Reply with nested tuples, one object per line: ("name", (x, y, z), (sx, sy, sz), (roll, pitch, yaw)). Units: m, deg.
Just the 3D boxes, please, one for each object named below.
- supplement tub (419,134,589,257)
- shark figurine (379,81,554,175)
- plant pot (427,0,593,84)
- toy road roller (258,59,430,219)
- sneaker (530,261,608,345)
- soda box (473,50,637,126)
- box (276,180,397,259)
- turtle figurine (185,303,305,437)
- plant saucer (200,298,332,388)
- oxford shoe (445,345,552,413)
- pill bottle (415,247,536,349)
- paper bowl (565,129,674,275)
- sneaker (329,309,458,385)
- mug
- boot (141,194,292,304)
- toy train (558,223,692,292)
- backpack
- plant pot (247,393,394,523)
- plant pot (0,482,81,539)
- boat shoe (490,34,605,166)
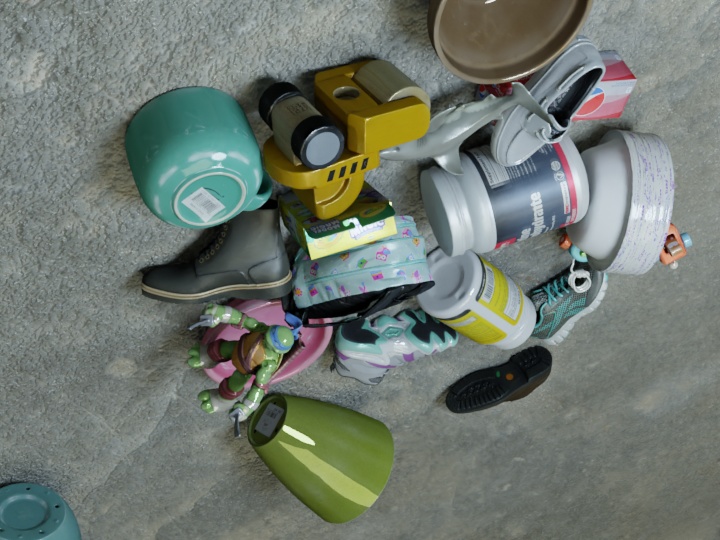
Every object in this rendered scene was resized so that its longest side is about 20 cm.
("supplement tub", (0.195, -0.106, 1.668), (0.199, 0.141, 0.141), (-18, 143, -8))
("shark figurine", (0.130, -0.168, 1.545), (0.214, 0.090, 0.128), (-20, -173, 7))
("plant pot", (0.161, -0.322, 1.423), (0.200, 0.093, 0.201), (-14, 139, -13))
("toy road roller", (-0.021, -0.153, 1.470), (0.199, 0.123, 0.146), (-21, 133, -21))
("sneaker", (0.321, 0.046, 1.983), (0.091, 0.078, 0.200), (8, 131, -30))
("soda box", (0.255, -0.238, 1.605), (0.199, 0.064, 0.070), (-8, 140, -22))
("box", (-0.029, -0.068, 1.549), (0.117, 0.200, 0.049), (-17, 108, -9))
("turtle figurine", (-0.185, 0.125, 1.626), (0.200, 0.144, 0.194), (-49, -171, -36))
("plant saucer", (-0.142, 0.093, 1.800), (0.200, 0.051, 0.201), (-16, 142, -13))
("oxford shoe", (0.244, 0.208, 2.136), (0.199, 0.073, 0.085), (-21, 145, -5))
("pill bottle", (0.179, 0.046, 1.868), (0.114, 0.114, 0.200), (-38, 141, 18))
("paper bowl", (0.353, -0.096, 1.721), (0.104, 0.201, 0.201), (5, 137, -10))
("sneaker", (0.046, 0.132, 1.939), (0.199, 0.078, 0.140), (1, 139, -16))
("mug", (-0.178, -0.124, 1.461), (0.184, 0.115, 0.152), (-6, 139, -22))
("boot", (-0.194, -0.034, 1.620), (0.199, 0.078, 0.139), (-5, 119, -4))
("toy train", (0.409, -0.039, 1.887), (0.199, 0.056, 0.151), (-22, 110, 1))
("backpack", (0.000, 0.000, 1.660), (0.167, 0.127, 0.200), (-17, 180, -44))
("plant pot", (-0.080, 0.283, 1.984), (0.187, 0.187, 0.200), (-40, 126, 20))
("plant pot", (-0.520, 0.426, 1.889), (0.200, 0.201, 0.161), (-4, 126, -25))
("boat shoe", (0.236, -0.197, 1.535), (0.072, 0.069, 0.200), (14, 128, -39))
